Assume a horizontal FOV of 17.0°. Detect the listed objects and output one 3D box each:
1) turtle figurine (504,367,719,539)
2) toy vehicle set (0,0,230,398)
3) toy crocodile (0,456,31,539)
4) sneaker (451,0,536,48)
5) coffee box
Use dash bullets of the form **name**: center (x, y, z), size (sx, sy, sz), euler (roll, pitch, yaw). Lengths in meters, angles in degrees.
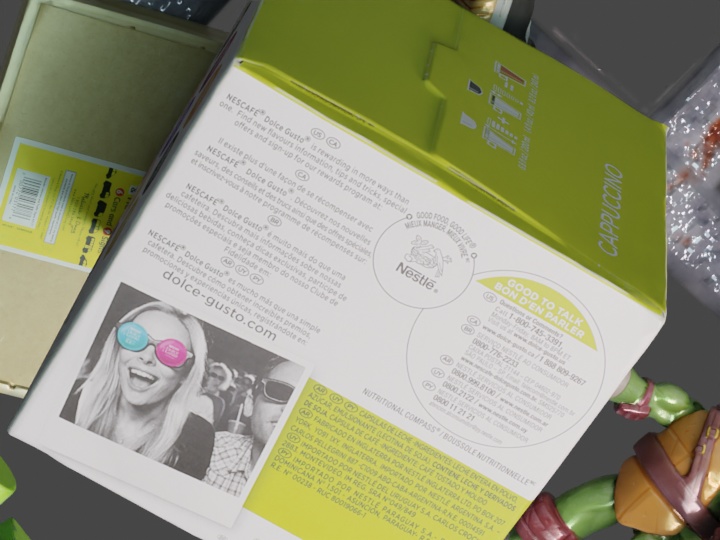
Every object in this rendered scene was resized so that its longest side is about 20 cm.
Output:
- **turtle figurine**: center (0.128, 0.117, 1.186), size (0.144, 0.200, 0.194), euler (43, 108, -6)
- **toy vehicle set**: center (-0.128, -0.029, 1.157), size (0.124, 0.027, 0.200), euler (16, 107, -15)
- **toy crocodile**: center (-0.182, 0.146, 1.195), size (0.067, 0.062, 0.200), euler (-39, 111, 6)
- **sneaker**: center (0.064, -0.072, 1.157), size (0.088, 0.076, 0.200), euler (3, 120, -17)
- **coffee box**: center (0.000, 0.000, 1.034), size (0.200, 0.200, 0.198), euler (30, 115, -7)
